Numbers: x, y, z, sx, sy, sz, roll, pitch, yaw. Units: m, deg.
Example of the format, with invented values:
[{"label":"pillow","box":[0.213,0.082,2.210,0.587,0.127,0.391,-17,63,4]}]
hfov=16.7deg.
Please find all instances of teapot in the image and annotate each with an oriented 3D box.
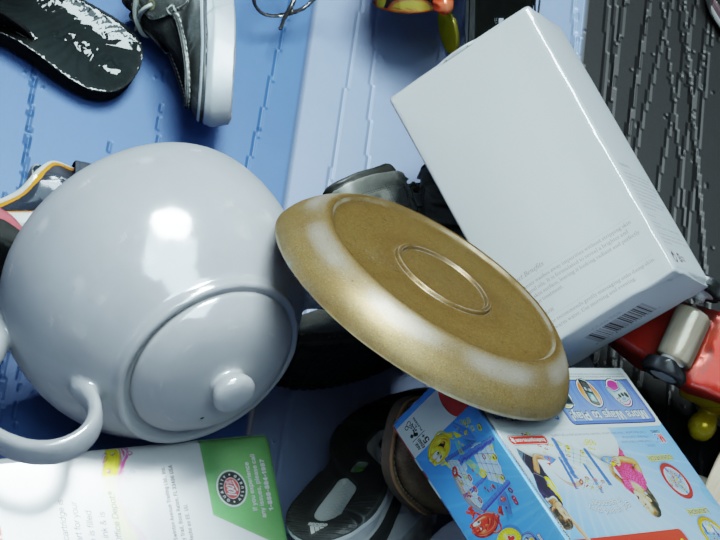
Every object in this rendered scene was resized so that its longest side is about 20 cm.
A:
[{"label":"teapot","box":[-0.112,0.032,1.452,0.197,0.200,0.146,24,21,-48]}]

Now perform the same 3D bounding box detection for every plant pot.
[{"label":"plant pot","box":[0.042,0.013,1.425,0.200,0.027,0.200,28,21,-12]}]

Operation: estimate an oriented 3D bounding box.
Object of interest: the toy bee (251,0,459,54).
[{"label":"toy bee","box":[0.044,-0.199,1.681,0.200,0.109,0.131,-44,131,-21]}]

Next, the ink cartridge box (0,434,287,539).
[{"label":"ink cartridge box","box":[-0.146,0.185,1.460,0.200,0.084,0.145,-4,69,-21]}]

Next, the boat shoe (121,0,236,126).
[{"label":"boat shoe","box":[-0.125,-0.180,1.644,0.071,0.072,0.200,-3,58,-12]}]

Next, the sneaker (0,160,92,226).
[{"label":"sneaker","box":[-0.167,-0.033,1.551,0.200,0.078,0.079,-8,76,-21]}]

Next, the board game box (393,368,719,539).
[{"label":"board game box","box":[0.140,0.148,1.435,0.200,0.056,0.196,4,47,-54]}]

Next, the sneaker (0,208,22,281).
[{"label":"sneaker","box":[-0.285,-0.051,1.495,0.200,0.074,0.087,14,49,15]}]

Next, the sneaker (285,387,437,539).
[{"label":"sneaker","box":[0.019,0.160,1.548,0.201,0.076,0.115,-45,131,-51]}]

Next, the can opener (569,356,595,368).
[{"label":"can opener","box":[0.088,0.047,1.580,0.200,0.053,0.067,42,42,-31]}]

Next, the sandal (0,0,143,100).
[{"label":"sandal","box":[-0.232,-0.183,1.611,0.200,0.048,0.075,26,62,-8]}]

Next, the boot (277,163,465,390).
[{"label":"boot","box":[0.000,0.000,1.611,0.200,0.068,0.131,-11,67,-31]}]

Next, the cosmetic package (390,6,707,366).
[{"label":"cosmetic package","box":[0.118,-0.052,1.552,0.113,0.081,0.200,-31,72,17]}]

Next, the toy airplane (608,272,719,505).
[{"label":"toy airplane","box":[0.267,0.081,1.619,0.200,0.141,0.199,-19,85,-11]}]

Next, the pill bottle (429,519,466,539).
[{"label":"pill bottle","box":[0.127,0.232,1.495,0.200,0.112,0.112,31,58,-33]}]

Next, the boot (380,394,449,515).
[{"label":"boot","box":[0.081,0.125,1.505,0.200,0.075,0.074,33,67,-52]}]

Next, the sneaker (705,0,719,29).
[{"label":"sneaker","box":[0.349,-0.175,1.773,0.200,0.116,0.076,40,61,0]}]

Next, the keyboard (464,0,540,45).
[{"label":"keyboard","box":[0.087,-0.154,1.669,0.104,0.040,0.200,-6,100,-56]}]
